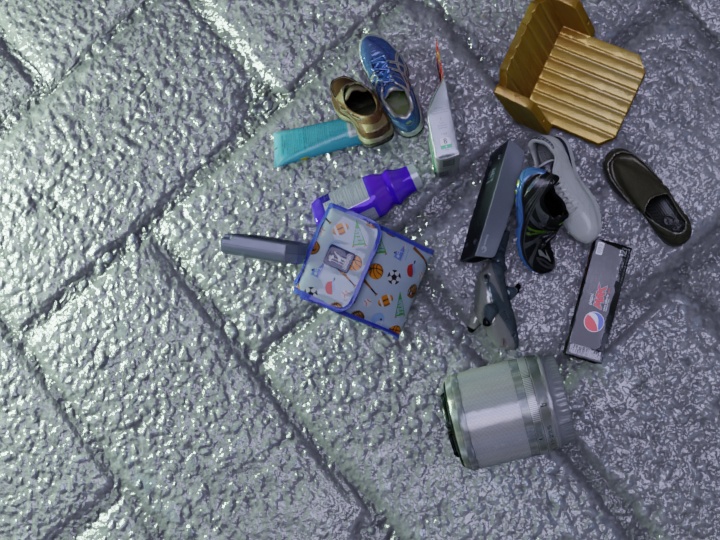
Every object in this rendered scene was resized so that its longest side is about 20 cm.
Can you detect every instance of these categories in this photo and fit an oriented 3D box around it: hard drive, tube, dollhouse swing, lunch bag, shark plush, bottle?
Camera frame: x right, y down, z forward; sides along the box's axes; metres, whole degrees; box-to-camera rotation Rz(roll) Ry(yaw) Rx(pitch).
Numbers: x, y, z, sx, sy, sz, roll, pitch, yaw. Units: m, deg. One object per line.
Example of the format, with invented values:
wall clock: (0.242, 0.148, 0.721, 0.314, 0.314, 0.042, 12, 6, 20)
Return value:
hard drive: (0.224, -0.111, 1.650, 0.042, 0.135, 0.202, 17, 84, -5)
tube: (-0.063, -0.239, 1.746, 0.197, 0.051, 0.078, -12, 54, 9)
dollhouse swing: (0.361, -0.335, 1.638, 0.175, 0.181, 0.202, 25, 88, 30)
lunch bag: (0.000, 0.000, 1.638, 0.199, 0.124, 0.172, 26, 85, -24)
shark plush: (0.239, 0.035, 1.686, 0.082, 0.091, 0.202, 8, 66, -11)
bottle: (0.013, -0.126, 1.707, 0.198, 0.066, 0.084, -25, 39, 5)

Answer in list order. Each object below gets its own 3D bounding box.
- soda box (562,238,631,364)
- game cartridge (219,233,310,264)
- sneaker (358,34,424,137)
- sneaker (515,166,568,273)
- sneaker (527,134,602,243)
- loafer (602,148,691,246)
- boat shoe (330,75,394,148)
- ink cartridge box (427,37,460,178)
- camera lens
soda box: (0.398, 0.053, 1.637, 0.063, 0.071, 0.202, 16, 88, 8)
game cartridge: (-0.150, -0.037, 1.662, 0.131, 0.200, 0.041, 5, 92, 10)
sneaker: (0.056, -0.336, 1.722, 0.075, 0.077, 0.201, -29, 80, 6)
sneaker: (0.305, -0.076, 1.618, 0.082, 0.071, 0.202, 10, 128, 29)
sneaker: (0.340, -0.136, 1.649, 0.076, 0.080, 0.202, -33, 74, 32)
loafer: (0.490, -0.130, 1.641, 0.075, 0.070, 0.200, -42, 81, 3)
boat shoe: (-0.001, -0.293, 1.684, 0.075, 0.074, 0.200, -29, 44, -7)
ink cartridge box: (0.130, -0.272, 1.662, 0.049, 0.161, 0.203, -13, 83, 3)
camera lens: (0.239, 0.232, 1.600, 0.198, 0.160, 0.162, -15, 83, 7)
